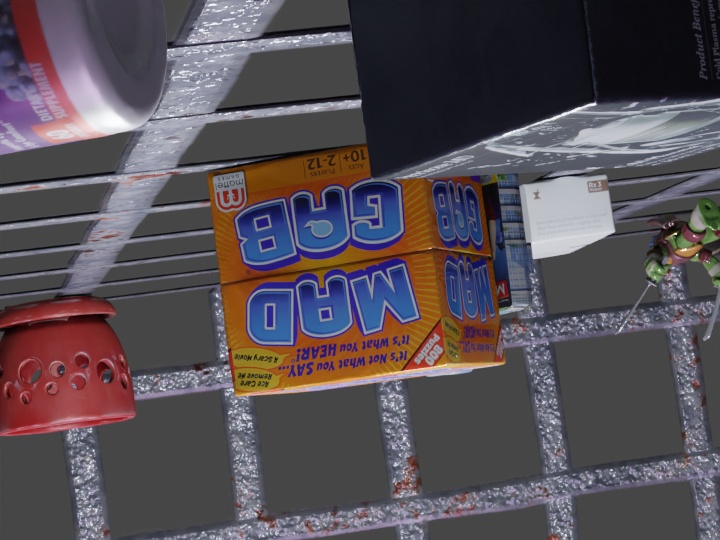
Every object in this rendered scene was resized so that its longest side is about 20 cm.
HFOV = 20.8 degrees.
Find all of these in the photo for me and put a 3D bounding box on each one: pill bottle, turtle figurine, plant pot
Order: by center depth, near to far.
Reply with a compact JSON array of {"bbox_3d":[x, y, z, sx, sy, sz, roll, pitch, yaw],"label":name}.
[{"bbox_3d":[-0.189,-0.096,0.803,0.199,0.112,0.111,-10,175,14],"label":"pill bottle"},{"bbox_3d":[0.465,-0.007,2.701,0.143,0.201,0.194,24,142,-11],"label":"turtle figurine"},{"bbox_3d":[-0.427,0.134,2.791,0.199,0.184,0.200,-8,176,-1],"label":"plant pot"}]

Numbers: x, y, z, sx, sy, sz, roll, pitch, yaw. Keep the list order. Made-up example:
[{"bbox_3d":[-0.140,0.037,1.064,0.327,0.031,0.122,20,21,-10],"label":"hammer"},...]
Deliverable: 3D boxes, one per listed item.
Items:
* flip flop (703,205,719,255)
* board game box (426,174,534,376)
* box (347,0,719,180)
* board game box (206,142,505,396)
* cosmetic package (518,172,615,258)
[{"bbox_3d":[0.511,-0.065,2.828,0.081,0.058,0.200,-2,159,-10],"label":"flip flop"},{"bbox_3d":[0.105,-0.002,1.929,0.061,0.201,0.200,-4,174,-34],"label":"board game box"},{"bbox_3d":[0.128,-0.123,0.980,0.196,0.125,0.200,-3,174,-30],"label":"box"},{"bbox_3d":[0.000,0.000,1.777,0.199,0.201,0.200,-9,176,18],"label":"board game box"},{"bbox_3d":[0.214,-0.058,2.241,0.101,0.075,0.200,-8,177,-8],"label":"cosmetic package"}]
